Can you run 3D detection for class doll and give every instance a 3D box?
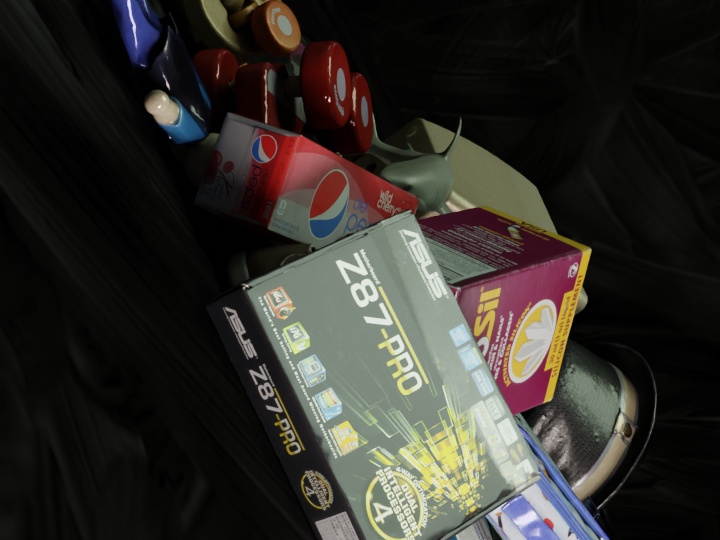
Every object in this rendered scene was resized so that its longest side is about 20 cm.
[{"bbox_3d":[-0.133,-0.138,1.243,0.136,0.048,0.200,-105,174,-62],"label":"doll"}]

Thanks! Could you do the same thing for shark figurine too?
[{"bbox_3d":[0.054,-0.106,1.673,0.128,0.090,0.214,23,11,-21],"label":"shark figurine"}]

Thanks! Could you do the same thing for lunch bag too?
[{"bbox_3d":[0.130,0.178,1.474,0.200,0.076,0.160,51,2,-26],"label":"lunch bag"}]

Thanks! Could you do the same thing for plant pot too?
[{"bbox_3d":[0.067,-0.023,1.805,0.177,0.200,0.200,45,17,-37],"label":"plant pot"}]

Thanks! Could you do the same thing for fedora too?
[{"bbox_3d":[0.159,0.129,1.638,0.092,0.201,0.201,43,17,-31],"label":"fedora"}]

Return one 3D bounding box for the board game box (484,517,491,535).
[{"bbox_3d":[0.044,0.135,1.591,0.200,0.047,0.151,61,7,-22],"label":"board game box"}]

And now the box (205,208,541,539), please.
[{"bbox_3d":[0.011,0.079,1.187,0.161,0.049,0.200,-24,88,-44],"label":"box"}]

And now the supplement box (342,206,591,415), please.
[{"bbox_3d":[0.067,0.037,1.365,0.103,0.131,0.200,24,22,29],"label":"supplement box"}]

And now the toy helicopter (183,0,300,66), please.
[{"bbox_3d":[-0.109,-0.264,1.582,0.132,0.079,0.200,42,42,-32],"label":"toy helicopter"}]

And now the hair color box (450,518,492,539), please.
[{"bbox_3d":[0.058,0.206,1.383,0.100,0.060,0.200,66,7,29],"label":"hair color box"}]

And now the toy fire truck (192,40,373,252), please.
[{"bbox_3d":[-0.058,-0.078,1.442,0.200,0.112,0.168,40,50,-73],"label":"toy fire truck"}]

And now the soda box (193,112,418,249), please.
[{"bbox_3d":[-0.033,-0.048,1.312,0.063,0.070,0.200,19,-2,28],"label":"soda box"}]

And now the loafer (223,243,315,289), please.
[{"bbox_3d":[-0.021,0.069,1.233,0.200,0.071,0.073,65,7,2],"label":"loafer"}]

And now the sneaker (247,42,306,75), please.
[{"bbox_3d":[-0.060,-0.107,1.642,0.086,0.080,0.200,69,10,-52],"label":"sneaker"}]
